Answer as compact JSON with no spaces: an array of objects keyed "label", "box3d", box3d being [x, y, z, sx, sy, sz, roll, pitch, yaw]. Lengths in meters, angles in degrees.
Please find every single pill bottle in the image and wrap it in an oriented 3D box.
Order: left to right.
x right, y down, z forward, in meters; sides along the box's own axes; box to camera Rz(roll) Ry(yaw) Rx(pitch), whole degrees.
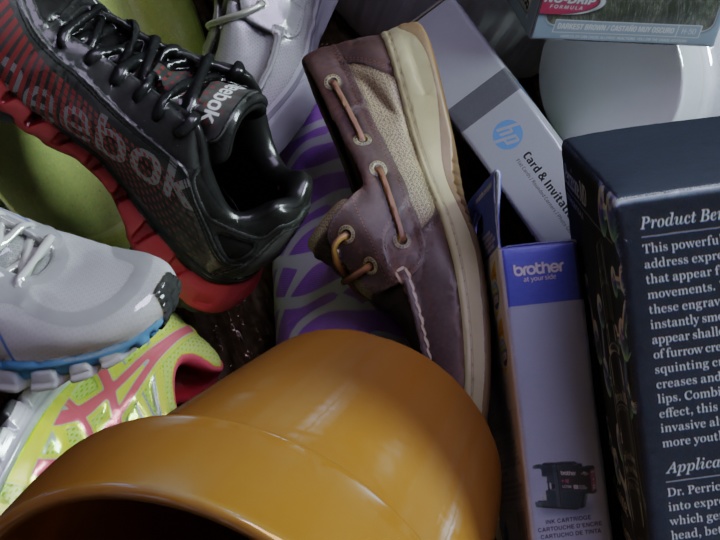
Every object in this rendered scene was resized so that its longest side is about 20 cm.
[{"label":"pill bottle","box3d":[0.184,-0.107,1.137,0.199,0.113,0.113,-11,57,-52]}]

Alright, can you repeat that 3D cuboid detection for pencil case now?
[{"label":"pencil case","box3d":[0.000,0.000,1.031,0.085,0.084,0.201,27,45,-31]}]

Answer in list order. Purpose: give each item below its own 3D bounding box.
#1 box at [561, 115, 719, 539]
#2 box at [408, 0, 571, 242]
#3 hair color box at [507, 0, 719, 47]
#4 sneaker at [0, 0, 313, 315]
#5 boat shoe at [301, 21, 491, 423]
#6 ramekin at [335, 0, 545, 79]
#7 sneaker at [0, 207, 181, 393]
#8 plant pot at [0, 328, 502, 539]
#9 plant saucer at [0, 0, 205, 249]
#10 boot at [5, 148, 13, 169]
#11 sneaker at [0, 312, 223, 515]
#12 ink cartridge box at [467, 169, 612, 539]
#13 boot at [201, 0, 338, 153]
[{"label":"box","box3d":[0.152,0.047,0.876,0.106,0.202,0.148,-7,12,-1]},{"label":"box","box3d":[0.101,-0.027,1.053,0.041,0.156,0.201,-36,69,6]},{"label":"hair color box","box3d":[0.103,-0.190,1.059,0.098,0.061,0.201,0,38,-19]},{"label":"sneaker","box3d":[-0.096,-0.075,0.935,0.201,0.098,0.071,48,43,-12]},{"label":"boat shoe","box3d":[0.012,-0.013,0.952,0.071,0.072,0.202,-9,72,-4]},{"label":"ramekin","box3d":[0.063,-0.197,1.195,0.199,0.105,0.201,12,50,-14]},{"label":"sneaker","box3d":[-0.171,-0.006,0.889,0.198,0.087,0.075,3,34,20]},{"label":"plant pot","box3d":[-0.029,0.121,0.852,0.199,0.201,0.183,34,37,4]},{"label":"plant saucer","box3d":[-0.140,-0.096,1.014,0.200,0.031,0.202,28,55,-50]},{"label":"boot","box3d":[-0.265,-0.077,0.970,0.199,0.078,0.139,-20,62,-34]},{"label":"sneaker","box3d":[-0.115,0.081,0.916,0.090,0.078,0.201,32,49,-7]},{"label":"ink cartridge box","box3d":[0.078,0.062,0.934,0.042,0.119,0.202,-8,83,-3]},{"label":"boot","box3d":[-0.063,-0.135,1.057,0.096,0.073,0.201,56,30,-32]}]
